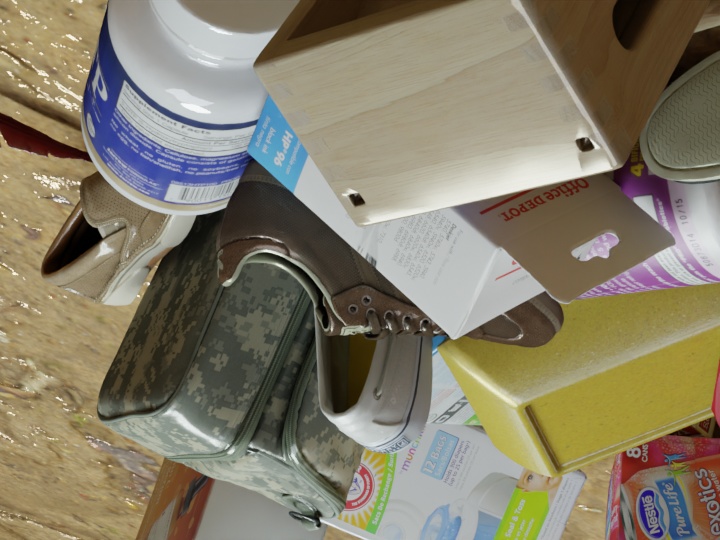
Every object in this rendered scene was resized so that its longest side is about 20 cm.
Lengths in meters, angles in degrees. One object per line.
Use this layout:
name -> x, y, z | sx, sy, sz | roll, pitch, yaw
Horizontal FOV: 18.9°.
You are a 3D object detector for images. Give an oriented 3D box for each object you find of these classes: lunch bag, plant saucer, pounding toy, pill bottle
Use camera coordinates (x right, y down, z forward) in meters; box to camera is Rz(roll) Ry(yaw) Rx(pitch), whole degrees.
lunch bag -> -0.051, 0.048, 1.420 | 0.167, 0.201, 0.139 | 32, 159, -24
plant saucer -> 0.165, 0.063, 1.345 | 0.199, 0.049, 0.200 | -22, 154, 5
pounding toy -> 0.092, -0.119, 1.037 | 0.183, 0.200, 0.143 | -12, 123, 39
pill bottle -> 0.142, -0.043, 1.212 | 0.199, 0.113, 0.112 | -8, 144, 42
pill bottle -> -0.084, -0.122, 1.192 | 0.119, 0.120, 0.200 | 21, 154, -6

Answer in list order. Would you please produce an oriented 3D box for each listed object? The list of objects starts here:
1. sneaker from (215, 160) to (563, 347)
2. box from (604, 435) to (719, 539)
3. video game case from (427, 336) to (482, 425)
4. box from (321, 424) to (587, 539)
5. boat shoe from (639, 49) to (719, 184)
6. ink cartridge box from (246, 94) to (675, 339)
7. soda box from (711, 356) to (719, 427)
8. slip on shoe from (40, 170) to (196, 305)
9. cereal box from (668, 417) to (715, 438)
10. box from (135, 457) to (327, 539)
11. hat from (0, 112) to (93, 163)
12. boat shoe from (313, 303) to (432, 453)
sneaker -> 0.013, 0.012, 1.211 | 0.199, 0.076, 0.070 | 25, 166, -3
box -> 0.226, 0.187, 1.568 | 0.095, 0.100, 0.200 | 4, 165, 5
video game case -> 0.108, 0.058, 1.376 | 0.199, 0.018, 0.143 | 5, 145, -39
box -> 0.050, 0.158, 1.634 | 0.199, 0.113, 0.101 | 24, 180, -11
boat shoe -> 0.234, -0.087, 1.069 | 0.199, 0.072, 0.068 | -23, 152, 23
ink cartridge box -> 0.052, -0.040, 1.135 | 0.200, 0.116, 0.068 | 42, 130, 21
soda box -> 0.253, 0.057, 1.271 | 0.070, 0.064, 0.200 | -19, 153, -5
slip on shoe -> -0.152, -0.044, 1.406 | 0.060, 0.077, 0.200 | 10, 148, -23
cereal box -> 0.137, 0.068, 1.516 | 0.143, 0.040, 0.200 | -12, 141, 44
box -> -0.103, 0.198, 1.797 | 0.106, 0.153, 0.200 | 25, 153, -14
hat -> -0.280, -0.110, 1.459 | 0.165, 0.176, 0.201 | -23, 95, 53
boat shoe -> -0.004, 0.002, 1.283 | 0.074, 0.203, 0.086 | -12, 153, 33
